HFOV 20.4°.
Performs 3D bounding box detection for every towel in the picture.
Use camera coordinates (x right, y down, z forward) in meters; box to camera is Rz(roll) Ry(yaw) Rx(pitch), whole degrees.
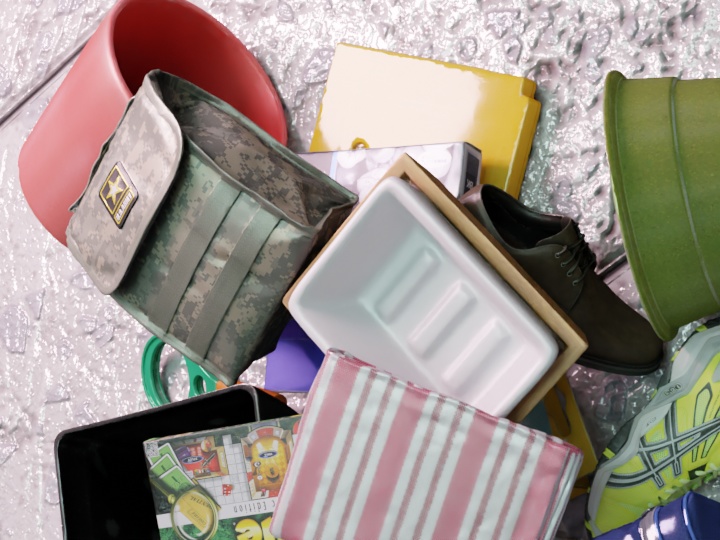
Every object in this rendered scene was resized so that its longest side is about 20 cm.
[{"bbox_3d":[0.044,0.156,1.416,0.199,0.030,0.147,21,99,13],"label":"towel"}]

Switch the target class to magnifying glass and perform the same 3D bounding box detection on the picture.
[{"bbox_3d":[-0.128,0.100,1.711,0.199,0.022,0.080,13,106,52],"label":"magnifying glass"}]

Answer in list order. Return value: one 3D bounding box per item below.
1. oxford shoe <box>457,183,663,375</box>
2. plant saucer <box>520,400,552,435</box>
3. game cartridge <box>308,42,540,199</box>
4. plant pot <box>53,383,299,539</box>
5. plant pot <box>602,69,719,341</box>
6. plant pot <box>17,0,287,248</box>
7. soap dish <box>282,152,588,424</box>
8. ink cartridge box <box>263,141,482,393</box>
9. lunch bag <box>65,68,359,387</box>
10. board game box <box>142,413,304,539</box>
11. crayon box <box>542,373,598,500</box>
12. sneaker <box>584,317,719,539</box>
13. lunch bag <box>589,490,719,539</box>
[{"bbox_3d":[0.151,0.008,1.509,0.199,0.073,0.085,34,132,-1],"label":"oxford shoe"},{"bbox_3d":[0.052,0.139,1.544,0.199,0.027,0.202,2,95,28],"label":"plant saucer"},{"bbox_3d":[0.045,-0.088,1.664,0.199,0.032,0.178,15,90,31],"label":"game cartridge"},{"bbox_3d":[-0.110,0.218,1.621,0.199,0.177,0.201,-15,74,26],"label":"plant pot"},{"bbox_3d":[0.290,-0.064,1.425,0.189,0.200,0.202,-11,76,18],"label":"plant pot"},{"bbox_3d":[-0.192,-0.112,1.732,0.177,0.200,0.201,-39,63,32],"label":"plant pot"},{"bbox_3d":[0.058,0.037,1.471,0.200,0.081,0.158,48,115,17],"label":"soap dish"},{"bbox_3d":[0.000,0.000,1.621,0.197,0.043,0.202,-2,77,34],"label":"ink cartridge box"},{"bbox_3d":[-0.130,-0.038,1.570,0.199,0.118,0.165,35,116,8],"label":"lunch bag"},{"bbox_3d":[-0.061,0.162,1.476,0.199,0.023,0.106,-12,92,21],"label":"board game box"},{"bbox_3d":[0.096,0.141,1.578,0.199,0.051,0.127,-29,68,26],"label":"crayon box"},{"bbox_3d":[0.236,0.134,1.476,0.076,0.075,0.201,38,104,32],"label":"sneaker"},{"bbox_3d":[0.236,0.235,1.385,0.132,0.200,0.137,-31,62,22],"label":"lunch bag"}]
